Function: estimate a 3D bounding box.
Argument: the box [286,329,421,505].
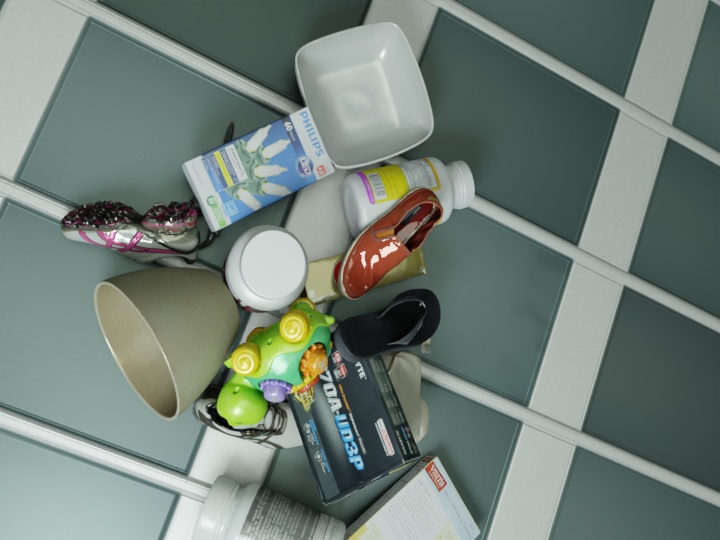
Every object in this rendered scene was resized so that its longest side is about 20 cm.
[{"bbox_3d":[-0.020,0.197,0.965,0.045,0.158,0.204,5,57,-52],"label":"box"}]

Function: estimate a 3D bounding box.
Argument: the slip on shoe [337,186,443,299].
[{"bbox_3d":[0.043,-0.037,1.003,0.200,0.061,0.074,-45,118,-1],"label":"slip on shoe"}]

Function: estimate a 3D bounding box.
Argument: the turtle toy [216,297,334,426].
[{"bbox_3d":[-0.112,0.123,0.918,0.197,0.146,0.102,-34,95,5],"label":"turtle toy"}]

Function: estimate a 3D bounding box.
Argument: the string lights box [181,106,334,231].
[{"bbox_3d":[-0.147,-0.147,1.009,0.197,0.059,0.105,-29,101,-16],"label":"string lights box"}]

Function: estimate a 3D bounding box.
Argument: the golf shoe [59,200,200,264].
[{"bbox_3d":[-0.325,-0.045,0.982,0.193,0.073,0.094,3,123,2],"label":"golf shoe"}]

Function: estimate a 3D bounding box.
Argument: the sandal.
[{"bbox_3d":[0.050,0.074,0.955,0.198,0.043,0.077,-22,76,-44],"label":"sandal"}]

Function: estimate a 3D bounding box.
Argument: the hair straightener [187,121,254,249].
[{"bbox_3d":[-0.223,-0.128,1.040,0.075,0.041,0.205,20,85,-12],"label":"hair straightener"}]

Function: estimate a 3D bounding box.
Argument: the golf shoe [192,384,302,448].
[{"bbox_3d":[-0.143,0.218,1.003,0.194,0.094,0.080,12,82,-16],"label":"golf shoe"}]

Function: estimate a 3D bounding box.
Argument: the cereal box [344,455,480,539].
[{"bbox_3d":[0.077,0.404,1.061,0.198,0.039,0.146,-33,96,-27],"label":"cereal box"}]

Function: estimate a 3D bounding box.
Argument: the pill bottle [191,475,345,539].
[{"bbox_3d":[-0.128,0.371,0.971,0.195,0.113,0.116,23,80,2],"label":"pill bottle"}]

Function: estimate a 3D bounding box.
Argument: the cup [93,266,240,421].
[{"bbox_3d":[-0.249,0.076,0.949,0.142,0.199,0.204,-32,94,-36],"label":"cup"}]

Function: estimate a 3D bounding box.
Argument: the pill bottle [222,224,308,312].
[{"bbox_3d":[-0.132,0.000,0.966,0.109,0.200,0.117,1,86,-15],"label":"pill bottle"}]

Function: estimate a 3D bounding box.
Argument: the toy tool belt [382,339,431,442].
[{"bbox_3d":[0.029,0.162,1.042,0.123,0.121,0.207,11,77,-40],"label":"toy tool belt"}]

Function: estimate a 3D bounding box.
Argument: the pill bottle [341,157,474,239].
[{"bbox_3d":[0.075,-0.115,1.082,0.194,0.104,0.108,-13,89,-16],"label":"pill bottle"}]

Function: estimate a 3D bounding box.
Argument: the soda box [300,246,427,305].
[{"bbox_3d":[0.000,0.000,1.071,0.195,0.068,0.066,-16,90,-16],"label":"soda box"}]

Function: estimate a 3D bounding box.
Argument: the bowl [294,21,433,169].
[{"bbox_3d":[0.002,-0.265,1.088,0.195,0.075,0.205,-20,91,-15],"label":"bowl"}]
